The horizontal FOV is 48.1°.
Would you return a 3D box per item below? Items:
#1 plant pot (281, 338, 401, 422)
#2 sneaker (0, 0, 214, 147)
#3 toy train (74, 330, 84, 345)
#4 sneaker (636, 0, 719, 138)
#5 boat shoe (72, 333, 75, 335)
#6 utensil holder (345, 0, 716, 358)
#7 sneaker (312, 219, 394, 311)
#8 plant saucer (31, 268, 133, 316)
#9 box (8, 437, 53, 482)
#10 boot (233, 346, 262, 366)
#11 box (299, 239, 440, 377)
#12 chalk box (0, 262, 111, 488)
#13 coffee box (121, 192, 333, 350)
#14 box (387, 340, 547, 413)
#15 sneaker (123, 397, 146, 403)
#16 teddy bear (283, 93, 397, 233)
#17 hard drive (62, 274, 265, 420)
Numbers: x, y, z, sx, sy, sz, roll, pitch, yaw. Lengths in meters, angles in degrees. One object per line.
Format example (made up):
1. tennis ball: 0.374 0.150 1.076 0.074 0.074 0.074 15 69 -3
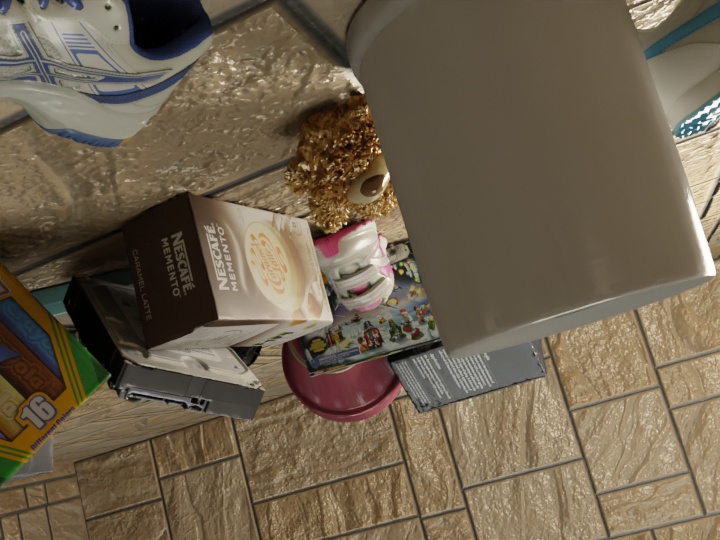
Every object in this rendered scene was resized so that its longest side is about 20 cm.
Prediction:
1. plant pot: -0.030 0.109 1.195 0.198 0.202 0.179 -16 158 1
2. sneaker: -0.140 -0.108 0.316 0.088 0.076 0.200 -34 169 23
3. toy train: -0.231 0.064 0.949 0.198 0.088 0.114 -13 174 -17
4. sneaker: 0.258 -0.177 0.505 0.200 0.081 0.076 -39 162 12
5. boat shoe: -0.364 0.102 1.035 0.199 0.063 0.074 -10 142 -40
6. utensil holder: 0.098 -0.066 0.478 0.168 0.202 0.170 -16 170 -3
7. sneaker: 0.000 0.000 0.946 0.081 0.089 0.200 -19 168 14
8. plant saucer: -0.259 0.018 0.855 0.198 0.019 0.070 -13 168 -9
9. box: -0.398 0.133 0.796 0.199 0.124 0.105 1 -177 42
10. boot: -0.144 0.084 1.127 0.198 0.098 0.075 -21 168 23
11. box: 0.011 0.045 1.057 0.198 0.138 0.040 -15 167 -6
12. chalk box: -0.322 0.064 0.632 0.124 0.200 0.124 -27 -163 51
13. coffee box: -0.116 0.007 0.754 0.079 0.116 0.200 -21 168 24
14. box: 0.150 0.074 1.174 0.195 0.201 0.124 -19 126 17
15. sneaker: -0.233 0.105 1.100 0.199 0.075 0.106 -35 170 -2
16. teddy bear: 0.016 -0.077 0.654 0.144 0.067 0.200 -19 169 1
17. hard drive: -0.189 0.068 0.759 0.139 0.038 0.200 19 -169 -35
